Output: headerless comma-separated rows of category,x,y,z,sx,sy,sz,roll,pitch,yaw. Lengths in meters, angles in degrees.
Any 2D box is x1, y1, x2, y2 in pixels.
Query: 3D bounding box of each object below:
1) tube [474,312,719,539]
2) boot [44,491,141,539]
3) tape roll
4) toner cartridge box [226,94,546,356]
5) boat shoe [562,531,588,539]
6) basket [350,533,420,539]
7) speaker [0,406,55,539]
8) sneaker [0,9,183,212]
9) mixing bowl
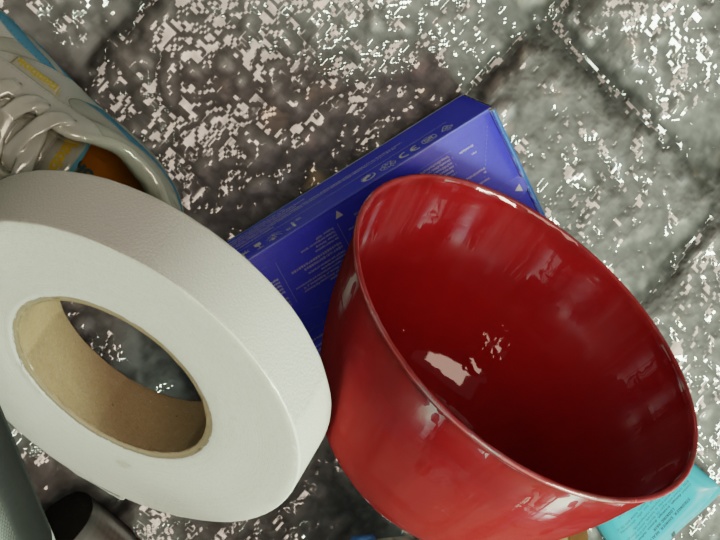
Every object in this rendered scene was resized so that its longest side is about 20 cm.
tube,0.132,0.093,1.004,0.077,0.050,0.200,-41,118,-1
boot,-0.152,0.241,0.945,0.188,0.068,0.200,-44,121,-12
tape roll,-0.109,0.040,0.825,0.203,0.202,0.037,49,51,-23
toner cartridge box,0.000,0.000,0.933,0.199,0.043,0.096,-32,113,-9
boat shoe,0.103,0.231,1.012,0.073,0.076,0.202,-5,106,-21
basket,0.006,0.218,0.894,0.198,0.140,0.177,-7,138,9
speaker,-0.206,0.072,0.816,0.081,0.081,0.202,-22,118,-13
sneaker,-0.164,-0.072,0.837,0.199,0.081,0.077,34,93,-22
mixing bowl,0.053,0.061,0.861,0.199,0.201,0.109,24,126,-23
